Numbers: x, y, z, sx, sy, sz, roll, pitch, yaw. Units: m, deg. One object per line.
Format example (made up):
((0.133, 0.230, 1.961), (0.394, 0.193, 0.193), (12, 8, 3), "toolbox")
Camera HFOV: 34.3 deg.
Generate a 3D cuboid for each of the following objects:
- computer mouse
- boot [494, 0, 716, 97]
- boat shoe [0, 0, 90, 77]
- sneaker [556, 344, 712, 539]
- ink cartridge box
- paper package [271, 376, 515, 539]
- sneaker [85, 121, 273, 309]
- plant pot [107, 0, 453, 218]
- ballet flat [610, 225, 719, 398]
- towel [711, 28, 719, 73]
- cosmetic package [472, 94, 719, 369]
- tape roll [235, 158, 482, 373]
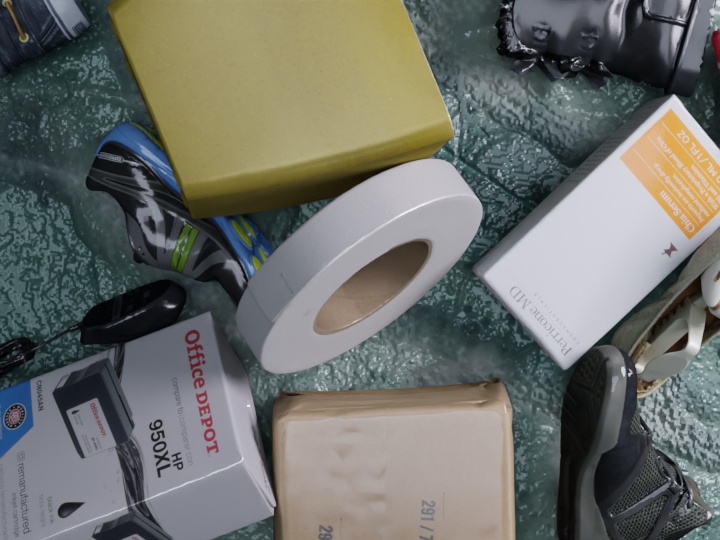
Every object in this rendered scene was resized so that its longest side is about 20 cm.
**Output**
((-0.227, 0.059, 0.921), (0.197, 0.059, 0.034), (-21, 112, 2), "computer mouse")
((0.196, -0.235, 0.901), (0.159, 0.073, 0.202), (13, 92, 4), "boot")
((-0.295, -0.251, 0.886), (0.090, 0.071, 0.202), (-31, 96, -3), "boat shoe")
((0.216, 0.144, 0.910), (0.112, 0.076, 0.203), (-6, 114, -8), "sneaker")
((-0.177, 0.139, 0.877), (0.197, 0.085, 0.146), (-21, 50, 0), "ink cartridge box")
((0.025, 0.195, 0.911), (0.187, 0.103, 0.204), (-3, 95, 1), "paper package")
((-0.134, -0.025, 0.914), (0.200, 0.071, 0.083), (46, 103, -1), "sneaker")
((-0.067, -0.138, 0.815), (0.174, 0.200, 0.203), (-23, 90, -8), "plant pot")
((0.261, 0.029, 0.875), (0.067, 0.063, 0.201), (26, 131, -12), "ballet flat")
((0.343, -0.104, 0.899), (0.143, 0.022, 0.203), (-21, 96, -31), "towel")
((0.194, -0.031, 0.912), (0.200, 0.071, 0.102), (-44, 94, 3), "cosmetic package")
((0.000, 0.000, 0.848), (0.202, 0.203, 0.037), (-37, 71, 1), "tape roll")
